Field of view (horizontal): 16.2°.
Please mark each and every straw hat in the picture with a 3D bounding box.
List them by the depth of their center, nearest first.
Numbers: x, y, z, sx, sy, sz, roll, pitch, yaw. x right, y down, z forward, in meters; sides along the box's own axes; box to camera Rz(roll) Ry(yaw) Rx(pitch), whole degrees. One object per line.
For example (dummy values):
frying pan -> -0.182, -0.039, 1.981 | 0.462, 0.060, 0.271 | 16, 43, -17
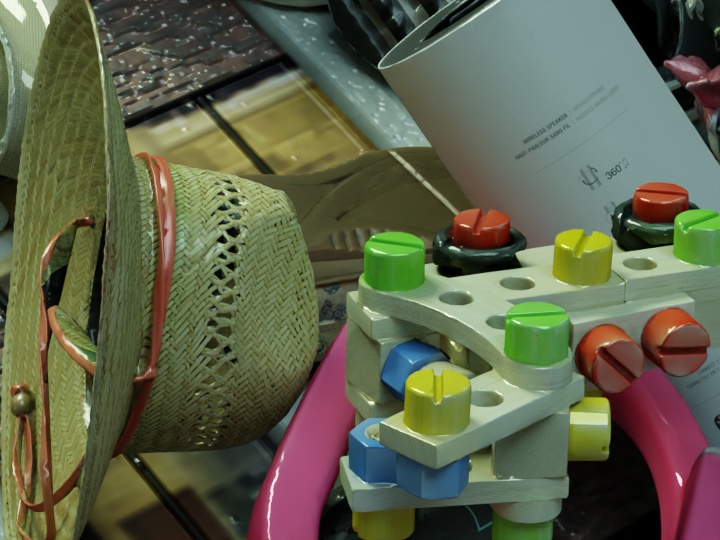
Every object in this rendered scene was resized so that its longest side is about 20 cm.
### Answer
straw hat -> -0.059, 0.013, 0.805 | 0.085, 0.201, 0.201 | 4, 49, -15

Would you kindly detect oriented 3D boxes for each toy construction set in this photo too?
toy construction set -> 0.078, 0.031, 0.749 | 0.200, 0.092, 0.131 | 7, 19, -25

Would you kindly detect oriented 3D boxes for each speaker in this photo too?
speaker -> 0.092, -0.014, 0.878 | 0.200, 0.081, 0.081 | 54, 51, -10

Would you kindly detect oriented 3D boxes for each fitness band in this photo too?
fitness band -> 0.043, 0.077, 0.780 | 0.143, 0.037, 0.200 | 24, 41, 1

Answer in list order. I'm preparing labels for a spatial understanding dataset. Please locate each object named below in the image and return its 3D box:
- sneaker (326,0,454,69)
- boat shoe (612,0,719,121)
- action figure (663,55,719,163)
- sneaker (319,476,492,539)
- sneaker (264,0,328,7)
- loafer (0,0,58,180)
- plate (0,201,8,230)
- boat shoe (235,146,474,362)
sneaker -> 0.074, -0.149, 0.992 | 0.081, 0.200, 0.075 | -36, 98, -50
boat shoe -> 0.108, -0.091, 1.025 | 0.076, 0.060, 0.200 | 33, 50, 15
action figure -> 0.213, -0.066, 0.982 | 0.200, 0.149, 0.134 | 5, 54, -28
sneaker -> 0.025, 0.095, 0.851 | 0.079, 0.075, 0.200 | 53, 45, -7
sneaker -> -0.086, -0.172, 1.027 | 0.200, 0.090, 0.079 | 6, 49, -10
loafer -> -0.171, -0.097, 0.951 | 0.068, 0.076, 0.200 | -11, 43, -35
plate -> -0.262, -0.034, 0.904 | 0.200, 0.032, 0.200 | 37, 52, 18
boat shoe -> 0.000, 0.000, 0.928 | 0.200, 0.063, 0.073 | -3, 35, -21
